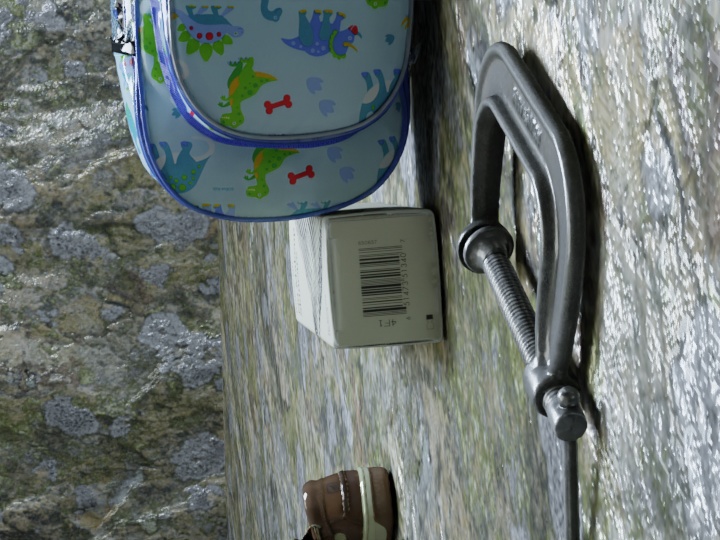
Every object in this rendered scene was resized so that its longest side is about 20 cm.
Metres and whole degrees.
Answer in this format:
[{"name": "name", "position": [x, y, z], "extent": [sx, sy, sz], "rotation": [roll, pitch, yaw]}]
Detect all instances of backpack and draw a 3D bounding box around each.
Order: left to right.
[{"name": "backpack", "position": [-0.053, -0.129, 1.159], "extent": [0.147, 0.182, 0.201], "rotation": [-144, 52, -76]}]

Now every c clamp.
[{"name": "c clamp", "position": [0.069, -0.001, 0.881], "extent": [0.200, 0.027, 0.172], "rotation": [-105, 14, -55]}]

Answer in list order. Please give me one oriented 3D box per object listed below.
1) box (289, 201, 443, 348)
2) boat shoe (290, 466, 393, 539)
[{"name": "box", "position": [0.000, 0.000, 1.246], "extent": [0.200, 0.068, 0.083], "rotation": [-169, 74, -82]}, {"name": "boat shoe", "position": [-0.021, 0.210, 1.477], "extent": [0.203, 0.074, 0.075], "rotation": [95, 169, -47]}]
